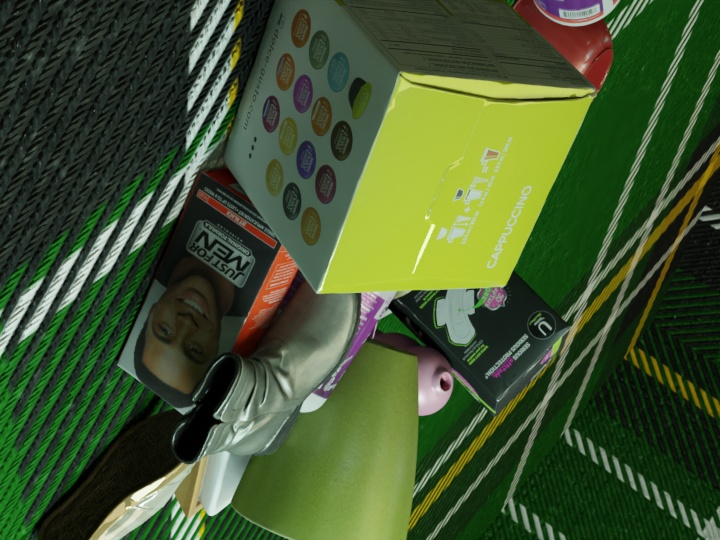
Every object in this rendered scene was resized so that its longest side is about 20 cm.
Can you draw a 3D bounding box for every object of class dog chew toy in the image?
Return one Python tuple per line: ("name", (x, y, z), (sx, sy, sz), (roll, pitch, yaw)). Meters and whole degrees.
("dog chew toy", (0.029, 0.128, 1.620), (0.124, 0.199, 0.127), (0, 89, -43))

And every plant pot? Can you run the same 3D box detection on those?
("plant pot", (-0.016, 0.168, 1.399), (0.187, 0.185, 0.203), (19, 88, -71))

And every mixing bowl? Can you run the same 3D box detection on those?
("mixing bowl", (0.237, -0.252, 1.672), (0.200, 0.108, 0.201), (-47, 158, -25))

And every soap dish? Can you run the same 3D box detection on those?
("soap dish", (-0.121, 0.149, 1.461), (0.200, 0.081, 0.159), (-37, 153, -45))

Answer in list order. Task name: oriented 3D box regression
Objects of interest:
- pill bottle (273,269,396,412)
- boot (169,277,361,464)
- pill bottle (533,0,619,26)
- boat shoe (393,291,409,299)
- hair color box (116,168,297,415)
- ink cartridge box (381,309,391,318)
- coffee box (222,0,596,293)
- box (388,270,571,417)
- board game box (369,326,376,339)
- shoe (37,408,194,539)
("pill bottle", (-0.058, 0.062, 1.307), (0.201, 0.112, 0.112), (-56, 161, 2))
("boot", (-0.078, 0.081, 1.178), (0.202, 0.067, 0.130), (-61, 156, 8))
("pill bottle", (0.228, -0.352, 1.481), (0.113, 0.112, 0.200), (-55, 161, -5))
("boat shoe", (0.000, 0.000, 1.435), (0.199, 0.075, 0.066), (-32, 155, 34))
("hair color box", (-0.127, 0.022, 1.210), (0.061, 0.101, 0.202), (-17, 136, -63))
("ink cartridge box", (0.055, -0.016, 1.720), (0.200, 0.057, 0.162), (-47, 168, 29))
("coffee box", (0.035, -0.118, 1.133), (0.198, 0.198, 0.201), (-1, 127, -34))
("box", (0.133, 0.053, 1.619), (0.124, 0.200, 0.149), (-42, 167, -6))
("board game box", (-0.018, 0.093, 1.536), (0.120, 0.032, 0.203), (-152, -103, -79))
("shoe", (-0.225, 0.209, 1.319), (0.200, 0.070, 0.054), (-40, 153, -20))
